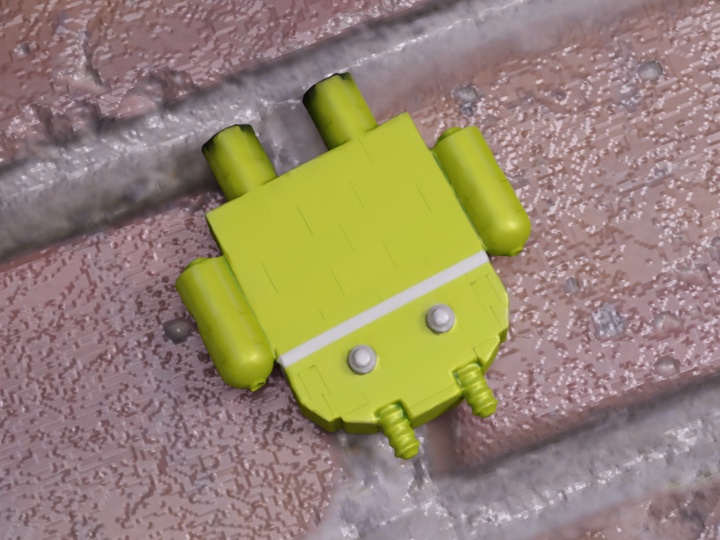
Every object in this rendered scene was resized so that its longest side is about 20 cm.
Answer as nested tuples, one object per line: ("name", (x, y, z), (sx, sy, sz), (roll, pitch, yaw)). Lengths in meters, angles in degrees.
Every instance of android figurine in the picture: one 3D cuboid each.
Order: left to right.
("android figurine", (0.000, 0.000, 1.060), (0.181, 0.041, 0.201), (-25, 74, -6))
